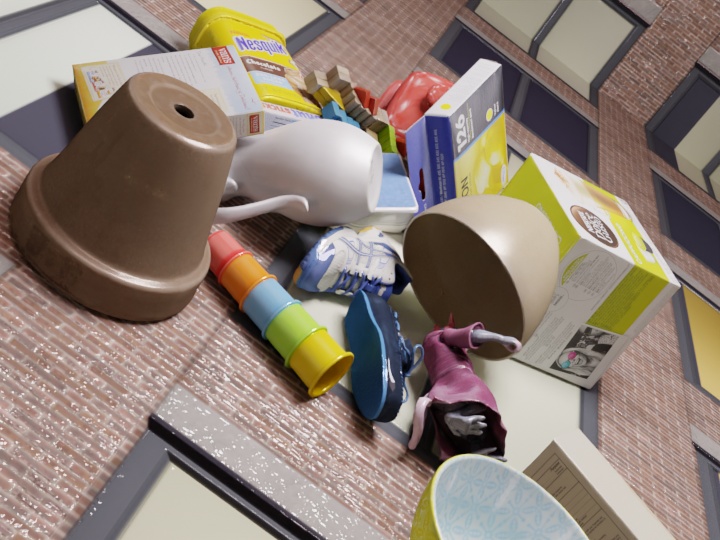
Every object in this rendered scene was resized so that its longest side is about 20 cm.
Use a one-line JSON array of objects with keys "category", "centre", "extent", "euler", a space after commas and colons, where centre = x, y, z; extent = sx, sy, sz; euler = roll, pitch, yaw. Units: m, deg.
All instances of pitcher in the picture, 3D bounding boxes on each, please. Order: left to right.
[{"category": "pitcher", "centre": [-0.083, -0.101, 1.145], "extent": [0.196, 0.123, 0.173], "euler": [6, 41, 12]}]

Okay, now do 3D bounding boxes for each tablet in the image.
[{"category": "tablet", "centre": [-0.031, -0.114, 1.287], "extent": [0.196, 0.014, 0.131], "euler": [0, 40, -13]}]

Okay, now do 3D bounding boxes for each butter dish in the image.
[{"category": "butter dish", "centre": [0.106, -0.216, 1.472], "extent": [0.197, 0.149, 0.201], "euler": [27, 59, 6]}]

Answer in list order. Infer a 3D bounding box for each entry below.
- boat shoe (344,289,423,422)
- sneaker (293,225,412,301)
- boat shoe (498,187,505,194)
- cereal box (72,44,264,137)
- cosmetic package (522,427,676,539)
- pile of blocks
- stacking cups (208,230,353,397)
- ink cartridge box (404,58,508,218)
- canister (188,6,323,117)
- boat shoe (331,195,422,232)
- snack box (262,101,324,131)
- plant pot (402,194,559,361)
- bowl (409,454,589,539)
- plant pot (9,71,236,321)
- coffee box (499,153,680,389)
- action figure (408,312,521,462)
[{"category": "boat shoe", "centre": [0.032, 0.086, 1.066], "extent": [0.068, 0.085, 0.202], "euler": [21, 33, -19]}, {"category": "sneaker", "centre": [0.000, 0.000, 1.172], "extent": [0.088, 0.076, 0.199], "euler": [46, 28, 16]}, {"category": "boat shoe", "centre": [0.163, -0.102, 1.550], "extent": [0.196, 0.068, 0.073], "euler": [15, 61, -10]}, {"category": "cereal box", "centre": [-0.221, -0.196, 1.140], "extent": [0.196, 0.040, 0.145], "euler": [-10, 46, -17]}, {"category": "cosmetic package", "centre": [0.245, 0.275, 1.015], "extent": [0.073, 0.104, 0.201], "euler": [-4, 49, -54]}, {"category": "pile of blocks", "centre": [0.008, -0.202, 1.361], "extent": [0.200, 0.062, 0.083], "euler": [42, 39, -21]}, {"category": "stacking cups", "centre": [-0.089, 0.035, 1.021], "extent": [0.200, 0.061, 0.060], "euler": [49, 28, 21]}, {"category": "ink cartridge box", "centre": [0.139, -0.155, 1.374], "extent": [0.046, 0.200, 0.200], "euler": [18, 47, 29]}, {"category": "canister", "centre": [-0.144, -0.269, 1.405], "extent": [0.147, 0.087, 0.202], "euler": [9, 40, -43]}, {"category": "boat shoe", "centre": [0.014, -0.092, 1.340], "extent": [0.198, 0.069, 0.072], "euler": [5, 41, -47]}, {"category": "snack box", "centre": [-0.090, -0.180, 1.345], "extent": [0.198, 0.072, 0.024], "euler": [5, 41, -48]}, {"category": "plant pot", "centre": [0.166, -0.011, 1.211], "extent": [0.134, 0.201, 0.201], "euler": [-33, 69, -29]}, {"category": "bowl", "centre": [0.111, 0.270, 0.846], "extent": [0.198, 0.108, 0.201], "euler": [29, 28, -17]}, {"category": "plant pot", "centre": [-0.206, -0.083, 0.935], "extent": [0.198, 0.176, 0.202], "euler": [28, 29, -17]}, {"category": "coffee box", "centre": [0.277, 0.000, 1.376], "extent": [0.195, 0.201, 0.201], "euler": [22, 30, -28]}, {"category": "action figure", "centre": [0.098, 0.128, 1.092], "extent": [0.146, 0.136, 0.202], "euler": [1, 39, -15]}]
